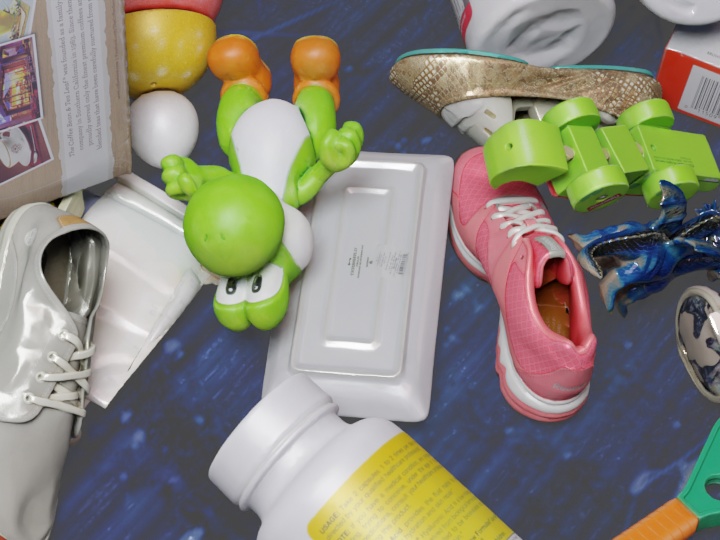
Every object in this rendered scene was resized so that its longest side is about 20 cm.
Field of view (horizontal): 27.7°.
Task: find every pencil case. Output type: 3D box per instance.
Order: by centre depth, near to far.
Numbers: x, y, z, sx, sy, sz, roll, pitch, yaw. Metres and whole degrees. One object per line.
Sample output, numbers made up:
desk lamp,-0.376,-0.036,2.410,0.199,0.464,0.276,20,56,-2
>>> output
pencil case,0.306,0.038,0.962,0.198,0.090,0.078,-6,62,-15

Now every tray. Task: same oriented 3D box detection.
tray,0.000,0.000,0.940,0.106,0.022,0.201,4,59,6

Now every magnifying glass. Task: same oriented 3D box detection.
magnifying glass,0.218,0.143,0.912,0.199,0.022,0.080,-26,53,-26

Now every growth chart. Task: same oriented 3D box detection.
growth chart,-0.175,0.012,0.912,0.144,0.018,0.200,36,59,10

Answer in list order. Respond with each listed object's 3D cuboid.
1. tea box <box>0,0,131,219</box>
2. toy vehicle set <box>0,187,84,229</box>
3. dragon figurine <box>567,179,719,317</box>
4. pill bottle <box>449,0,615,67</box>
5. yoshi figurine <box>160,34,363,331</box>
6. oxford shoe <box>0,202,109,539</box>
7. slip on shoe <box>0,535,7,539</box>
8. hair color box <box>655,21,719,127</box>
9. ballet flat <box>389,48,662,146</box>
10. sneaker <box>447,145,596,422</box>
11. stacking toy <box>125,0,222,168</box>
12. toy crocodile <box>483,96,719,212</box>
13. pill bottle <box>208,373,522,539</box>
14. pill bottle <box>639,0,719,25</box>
tea box,-0.239,-0.165,0.867,0.133,0.201,0.197,-22,51,-26
toy vehicle set,-0.260,0.014,0.868,0.123,0.027,0.201,14,55,8
dragon figurine,0.193,-0.019,0.940,0.099,0.200,0.059,-31,70,14
pill bottle,0.106,-0.248,1.071,0.110,0.111,0.201,-7,62,-16
yoshi figurine,-0.063,-0.064,0.905,0.111,0.112,0.201,24,54,-29
oxford shoe,-0.180,0.058,0.824,0.057,0.075,0.202,-2,76,28
slip on shoe,-0.149,0.189,0.786,0.199,0.074,0.061,33,50,2
hair color box,0.305,-0.197,1.108,0.110,0.064,0.201,22,57,10
ballet flat,0.119,-0.114,1.025,0.198,0.071,0.066,3,74,-7
sneaker,0.114,-0.008,0.947,0.073,0.087,0.201,-8,62,-17
stacking toy,-0.141,-0.167,0.975,0.145,0.146,0.202,-5,76,-15
toy crocodile,0.167,-0.072,0.971,0.199,0.062,0.068,-3,65,-40
pill bottle,0.012,0.154,0.816,0.200,0.112,0.111,42,60,12
pill bottle,0.217,-0.261,1.065,0.111,0.113,0.200,1,28,-12
